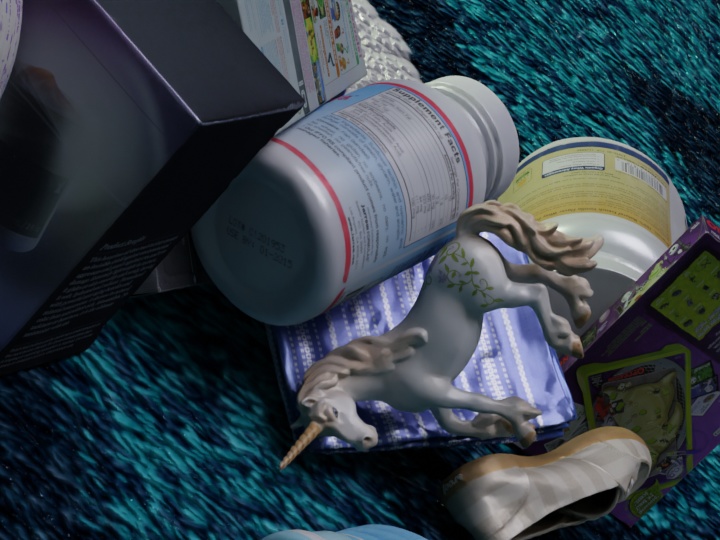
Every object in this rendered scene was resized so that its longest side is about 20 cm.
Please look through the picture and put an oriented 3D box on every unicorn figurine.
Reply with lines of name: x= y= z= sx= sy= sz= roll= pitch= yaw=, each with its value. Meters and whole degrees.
unicorn figurine: x=0.048 y=0.049 z=1.504 sx=0.137 sy=0.200 sz=0.074 roll=26 pitch=-4 yaw=-12

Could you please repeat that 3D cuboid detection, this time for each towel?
towel: x=0.033 y=0.038 z=1.572 sx=0.200 sy=0.024 sz=0.145 roll=-2 pitch=69 yaw=-34

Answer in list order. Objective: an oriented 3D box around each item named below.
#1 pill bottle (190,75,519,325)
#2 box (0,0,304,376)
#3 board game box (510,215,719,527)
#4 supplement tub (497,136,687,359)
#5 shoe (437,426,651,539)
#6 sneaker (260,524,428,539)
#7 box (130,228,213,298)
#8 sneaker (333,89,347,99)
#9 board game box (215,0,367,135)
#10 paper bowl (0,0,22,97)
pill bottle: x=0.002 y=-0.049 z=1.518 sx=0.109 sy=0.109 sz=0.200 roll=49 pitch=42 yaw=13
box: x=-0.176 y=-0.086 z=1.356 sx=0.200 sy=0.198 sz=0.123 roll=48 pitch=23 yaw=12
board game box: x=0.199 y=0.068 z=1.699 sx=0.120 sy=0.200 sz=0.032 roll=37 pitch=23 yaw=-16
supplement tub: x=0.156 y=0.008 z=1.802 sx=0.144 sy=0.144 sz=0.200 roll=38 pitch=23 yaw=-12
shoe: x=0.123 y=0.142 z=1.625 sx=0.200 sy=0.070 sz=0.053 roll=-4 pitch=52 yaw=-50
sneaker: x=0.037 y=0.207 z=1.358 sx=0.200 sy=0.080 sz=0.130 roll=52 pitch=26 yaw=16
box: x=-0.110 y=-0.090 z=1.525 sx=0.158 sy=0.048 sz=0.201 roll=-15 pitch=98 yaw=-62
sneaker: x=-0.083 y=-0.136 z=1.774 sx=0.200 sy=0.080 sz=0.147 roll=52 pitch=40 yaw=-41
board game box: x=-0.063 y=-0.161 z=1.479 sx=0.200 sy=0.064 sz=0.148 roll=-39 pitch=121 yaw=-68
paper bowl: x=-0.273 y=-0.131 z=1.257 sx=0.201 sy=0.201 sz=0.104 roll=48 pitch=17 yaw=10
